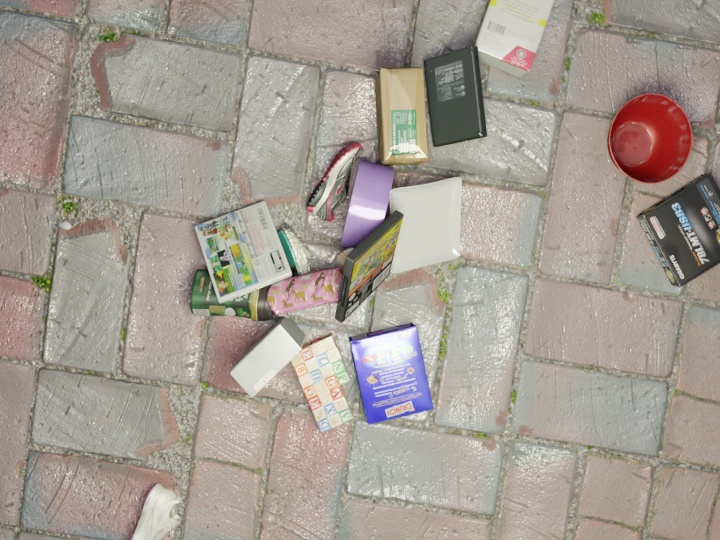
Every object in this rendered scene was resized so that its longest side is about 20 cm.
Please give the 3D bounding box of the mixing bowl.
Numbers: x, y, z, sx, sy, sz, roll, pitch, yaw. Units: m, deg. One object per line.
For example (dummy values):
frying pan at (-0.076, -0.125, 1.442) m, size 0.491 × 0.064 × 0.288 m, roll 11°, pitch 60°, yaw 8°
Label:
mixing bowl at (0.665, -0.305, 1.606) m, size 0.194 × 0.108 × 0.207 m, roll 0°, pitch 94°, yaw -1°

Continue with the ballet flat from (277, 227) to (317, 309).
ballet flat at (-0.139, -0.009, 1.626) m, size 0.070 × 0.072 × 0.205 m, roll -19°, pitch 96°, yaw -1°

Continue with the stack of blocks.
stack of blocks at (-0.082, 0.269, 1.638) m, size 0.113 × 0.059 × 0.205 m, roll -22°, pitch 94°, yaw -1°

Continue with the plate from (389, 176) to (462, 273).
plate at (0.149, -0.109, 1.592) m, size 0.195 × 0.032 × 0.205 m, roll -13°, pitch 114°, yaw -23°

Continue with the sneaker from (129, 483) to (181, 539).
sneaker at (-0.494, 0.626, 1.636) m, size 0.097 × 0.075 × 0.205 m, roll 20°, pitch 93°, yaw -2°

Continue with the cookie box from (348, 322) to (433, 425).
cookie box at (0.072, 0.247, 1.634) m, size 0.166 × 0.075 × 0.206 m, roll -12°, pitch 93°, yaw -1°

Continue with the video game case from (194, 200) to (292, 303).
video game case at (-0.274, -0.046, 1.581) m, size 0.178 × 0.022 × 0.204 m, roll -20°, pitch 69°, yaw -9°

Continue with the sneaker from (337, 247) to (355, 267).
sneaker at (0.000, 0.000, 1.575) m, size 0.076 × 0.201 × 0.079 m, roll -33°, pitch 64°, yaw -12°

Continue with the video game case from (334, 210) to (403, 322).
video game case at (0.019, -0.009, 1.464) m, size 0.025 × 0.200 × 0.184 m, roll 30°, pitch 136°, yaw 18°

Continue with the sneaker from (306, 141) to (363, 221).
sneaker at (-0.051, -0.212, 1.603) m, size 0.074 × 0.081 × 0.202 m, roll 30°, pitch 110°, yaw -14°

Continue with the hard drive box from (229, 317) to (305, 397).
hard drive box at (-0.209, 0.189, 1.559) m, size 0.156 × 0.200 × 0.077 m, roll -43°, pitch 93°, yaw 2°

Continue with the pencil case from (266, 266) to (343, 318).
pencil case at (-0.114, 0.049, 1.536) m, size 0.196 × 0.082 × 0.089 m, roll -15°, pitch 87°, yaw 27°

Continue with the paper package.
paper package at (0.090, -0.344, 1.544) m, size 0.100 × 0.191 × 0.206 m, roll -3°, pitch 95°, yaw -1°

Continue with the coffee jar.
coffee jar at (-0.296, 0.059, 1.597) m, size 0.194 × 0.086 × 0.107 m, roll 5°, pitch 57°, yaw -3°

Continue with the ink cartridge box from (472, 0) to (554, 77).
ink cartridge box at (0.358, -0.582, 1.592) m, size 0.142 × 0.083 × 0.205 m, roll 20°, pitch 93°, yaw -2°

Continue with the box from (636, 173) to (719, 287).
box at (0.806, -0.097, 1.654) m, size 0.195 × 0.050 × 0.203 m, roll -30°, pitch 93°, yaw -1°

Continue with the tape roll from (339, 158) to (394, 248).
tape roll at (0.014, -0.144, 1.548) m, size 0.083 × 0.200 × 0.206 m, roll 13°, pitch 93°, yaw -3°

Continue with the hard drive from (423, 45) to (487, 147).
hard drive at (0.220, -0.402, 1.586) m, size 0.137 × 0.033 × 0.206 m, roll -4°, pitch 94°, yaw 39°
